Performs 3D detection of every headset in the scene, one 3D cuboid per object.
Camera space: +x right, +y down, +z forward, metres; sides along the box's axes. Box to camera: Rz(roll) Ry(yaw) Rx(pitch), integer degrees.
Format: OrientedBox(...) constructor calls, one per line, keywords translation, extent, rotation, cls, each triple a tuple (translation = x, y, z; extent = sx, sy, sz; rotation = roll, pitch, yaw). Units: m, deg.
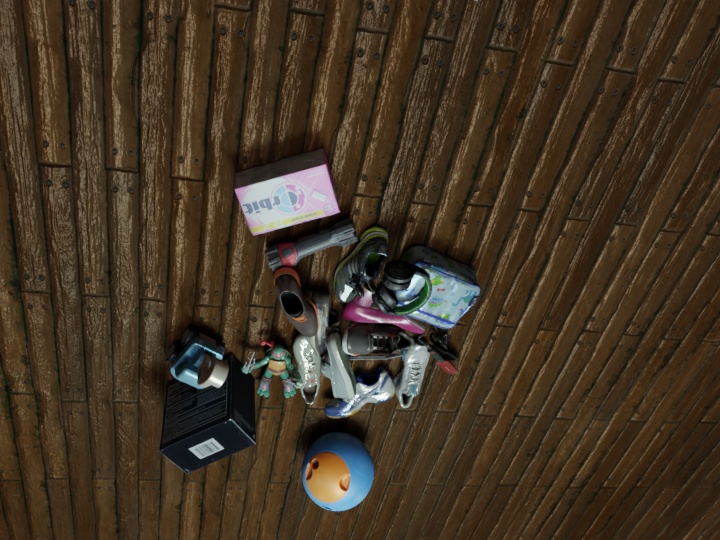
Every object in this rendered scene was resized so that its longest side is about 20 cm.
OrientedBox(translation=(0.067, 0.043, 1.429), extent=(0.197, 0.095, 0.124), rotation=(17, 122, -28), cls="headset")

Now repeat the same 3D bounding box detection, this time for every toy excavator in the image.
OrientedBox(translation=(-0.358, 0.219, 1.524), extent=(0.099, 0.202, 0.194), rotation=(30, 119, -29), cls="toy excavator")

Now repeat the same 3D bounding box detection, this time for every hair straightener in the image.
OrientedBox(translation=(0.193, 0.190, 1.678), extent=(0.040, 0.078, 0.199), rotation=(-11, 149, 31), cls="hair straightener")

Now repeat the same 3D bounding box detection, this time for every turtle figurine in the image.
OrientedBox(translation=(-0.202, 0.239, 1.630), extent=(0.147, 0.102, 0.202), rotation=(17, 144, 6), cls="turtle figurine")

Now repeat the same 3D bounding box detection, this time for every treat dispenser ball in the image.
OrientedBox(translation=(-0.062, 0.543, 1.830), extent=(0.196, 0.203, 0.204), rotation=(-4, 130, -5), cls="treat dispenser ball")

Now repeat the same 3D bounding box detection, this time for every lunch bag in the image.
OrientedBox(translation=(0.163, 0.045, 1.549), extent=(0.197, 0.083, 0.162), rotation=(22, 125, -23), cls="lunch bag")

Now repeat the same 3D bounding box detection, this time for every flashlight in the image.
OrientedBox(translation=(-0.103, -0.051, 1.443), extent=(0.196, 0.068, 0.069), rotation=(-21, 125, 2), cls="flashlight")

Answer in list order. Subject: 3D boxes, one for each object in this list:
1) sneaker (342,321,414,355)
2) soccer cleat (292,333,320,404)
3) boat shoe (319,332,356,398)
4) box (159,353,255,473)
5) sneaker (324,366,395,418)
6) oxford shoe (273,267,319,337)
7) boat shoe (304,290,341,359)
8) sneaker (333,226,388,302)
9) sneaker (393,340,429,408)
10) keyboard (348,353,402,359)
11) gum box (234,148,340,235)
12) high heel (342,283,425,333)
OrientedBox(translation=(0.047, 0.161, 1.586), extent=(0.197, 0.081, 0.079), rotation=(0, 92, -39), cls="sneaker")
OrientedBox(translation=(-0.126, 0.240, 1.658), extent=(0.068, 0.078, 0.203), rotation=(-6, 129, -4), cls="soccer cleat")
OrientedBox(translation=(-0.060, 0.231, 1.588), extent=(0.070, 0.071, 0.203), rotation=(-9, 128, 8), cls="boat shoe")
OrientedBox(translation=(-0.361, 0.342, 1.623), extent=(0.197, 0.200, 0.124), rotation=(-24, 131, 11), cls="box")
OrientedBox(translation=(-0.010, 0.309, 1.747), extent=(0.197, 0.076, 0.089), rotation=(-24, 117, 2), cls="sneaker")
OrientedBox(translation=(-0.139, 0.088, 1.460), extent=(0.070, 0.073, 0.202), rotation=(-19, 132, 7), cls="oxford shoe")
OrientedBox(translation=(-0.082, 0.132, 1.575), extent=(0.072, 0.075, 0.203), rotation=(-4, 131, 10), cls="boat shoe")
OrientedBox(translation=(0.000, 0.000, 1.484), extent=(0.073, 0.082, 0.202), rotation=(17, 124, -21), cls="sneaker")
OrientedBox(translation=(0.136, 0.269, 1.719), extent=(0.073, 0.087, 0.203), rotation=(5, 126, -11), cls="sneaker")
OrientedBox(translation=(0.014, 0.207, 1.612), extent=(0.056, 0.011, 0.198), rotation=(2, 172, -42), cls="keyboard")
OrientedBox(translation=(-0.150, -0.154, 1.345), extent=(0.196, 0.067, 0.115), rotation=(-14, 128, 3), cls="gum box")
OrientedBox(translation=(0.056, 0.117, 1.590), extent=(0.198, 0.068, 0.096), rotation=(30, 111, -23), cls="high heel")
